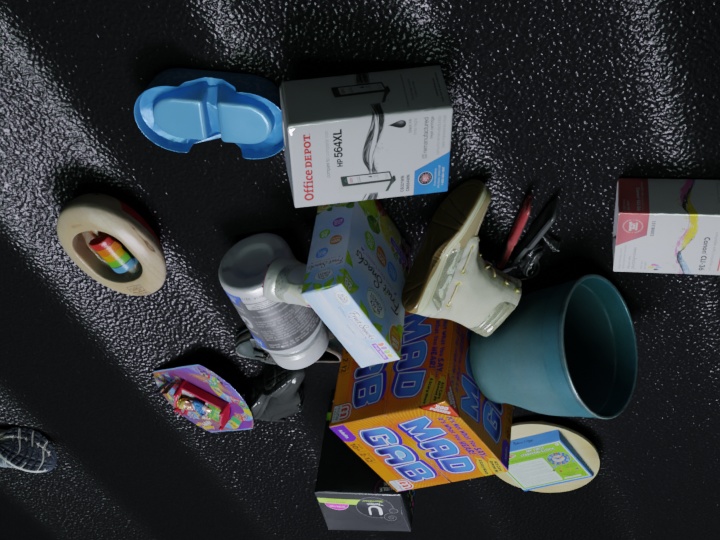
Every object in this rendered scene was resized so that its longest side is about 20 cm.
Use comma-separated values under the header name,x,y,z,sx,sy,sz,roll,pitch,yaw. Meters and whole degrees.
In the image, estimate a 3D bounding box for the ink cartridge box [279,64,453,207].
name,x,y,z,sx,sy,sz,roll,pitch,yaw
ink cartridge box,0.006,-0.162,1.391,0.198,0.085,0.147,-8,141,-5

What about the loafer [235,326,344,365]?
name,x,y,z,sx,sy,sz,roll,pitch,yaw
loafer,-0.112,0.120,1.795,0.198,0.063,0.072,-8,137,19

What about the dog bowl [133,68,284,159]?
name,x,y,z,sx,sy,sz,roll,pitch,yaw
dog bowl,-0.185,-0.203,1.442,0.198,0.050,0.112,5,140,4

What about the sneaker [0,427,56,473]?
name,x,y,z,sx,sy,sz,roll,pitch,yaw
sneaker,-0.673,0.341,2.171,0.198,0.078,0.086,17,152,2

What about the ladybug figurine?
name,x,y,z,sx,sy,sz,roll,pitch,yaw
ladybug figurine,-0.354,-0.041,1.646,0.135,0.072,0.200,-12,135,23

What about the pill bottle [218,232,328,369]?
name,x,y,z,sx,sy,sz,roll,pitch,yaw
pill bottle,-0.122,0.050,1.676,0.113,0.114,0.201,-7,137,18

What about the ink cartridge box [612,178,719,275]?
name,x,y,z,sx,sy,sz,roll,pitch,yaw
ink cartridge box,0.433,-0.056,1.479,0.198,0.068,0.117,1,139,10

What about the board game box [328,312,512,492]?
name,x,y,z,sx,sy,sz,roll,pitch,yaw
board game box,0.100,0.187,1.724,0.199,0.201,0.200,-16,134,29

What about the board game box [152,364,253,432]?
name,x,y,z,sx,sy,sz,roll,pitch,yaw
board game box,-0.275,0.233,1.926,0.199,0.039,0.158,-11,124,45

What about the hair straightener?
name,x,y,z,sx,sy,sz,roll,pitch,yaw
hair straightener,0.237,-0.026,1.573,0.076,0.041,0.201,13,140,-3

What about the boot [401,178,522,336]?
name,x,y,z,sx,sy,sz,roll,pitch,yaw
boot,0.161,-0.014,1.547,0.154,0.072,0.201,20,104,-29

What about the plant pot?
name,x,y,z,sx,sy,sz,roll,pitch,yaw
plant pot,0.268,0.117,1.633,0.187,0.201,0.200,-11,138,42

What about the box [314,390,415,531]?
name,x,y,z,sx,sy,sz,roll,pitch,yaw
box,0.016,0.317,1.894,0.147,0.201,0.125,-1,139,13

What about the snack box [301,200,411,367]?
name,x,y,z,sx,sy,sz,roll,pitch,yaw
snack box,0.000,0.000,1.527,0.067,0.201,0.169,-14,136,26

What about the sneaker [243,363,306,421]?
name,x,y,z,sx,sy,sz,roll,pitch,yaw
sneaker,-0.127,0.199,1.895,0.090,0.076,0.200,18,149,-19

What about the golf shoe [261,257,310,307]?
name,x,y,z,sx,sy,sz,roll,pitch,yaw
golf shoe,-0.047,0.022,1.589,0.091,0.199,0.076,19,106,35

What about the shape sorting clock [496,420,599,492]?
name,x,y,z,sx,sy,sz,roll,pitch,yaw
shape sorting clock,0.314,0.323,1.968,0.198,0.039,0.201,7,140,6
